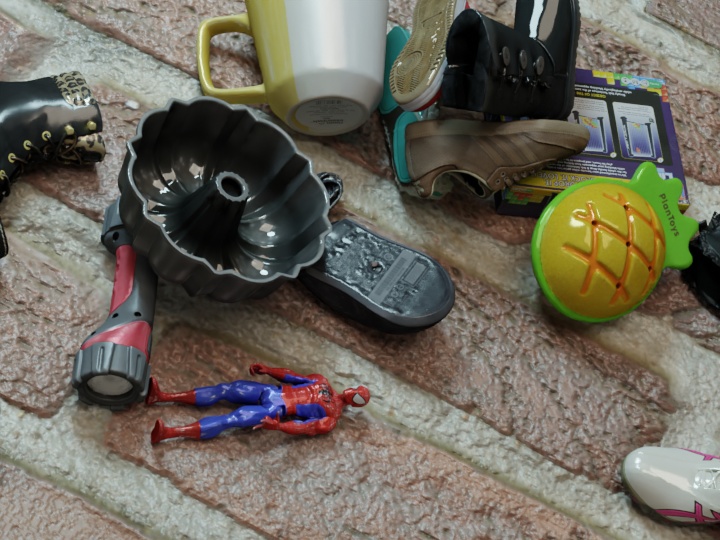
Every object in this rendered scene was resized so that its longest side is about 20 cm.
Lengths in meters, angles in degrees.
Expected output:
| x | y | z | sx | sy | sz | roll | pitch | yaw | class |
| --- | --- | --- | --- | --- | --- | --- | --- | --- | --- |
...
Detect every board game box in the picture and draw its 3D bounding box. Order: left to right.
| x | y | z | sx | sy | sz | roll | pitch | yaw | class |
| --- | --- | --- | --- | --- | --- | --- | --- | --- | --- |
| 0.232 | -0.131 | 1.647 | 0.199 | 0.057 | 0.166 | 6 | 59 | -15 | board game box |

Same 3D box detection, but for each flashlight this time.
| x | y | z | sx | sy | sz | roll | pitch | yaw | class |
| --- | --- | --- | --- | --- | --- | --- | --- | --- | --- |
| -0.213 | 0.024 | 1.396 | 0.068 | 0.068 | 0.201 | 34 | 42 | -38 | flashlight |

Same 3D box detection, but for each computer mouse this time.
| x | y | z | sx | sy | sz | roll | pitch | yaw | class |
| --- | --- | --- | --- | --- | --- | --- | --- | --- | --- |
| 0.000 | 0.000 | 1.492 | 0.199 | 0.053 | 0.139 | 32 | 55 | 18 | computer mouse |

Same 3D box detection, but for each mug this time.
| x | y | z | sx | sy | sz | roll | pitch | yaw | class |
| --- | --- | --- | --- | --- | --- | --- | --- | --- | --- |
| -0.052 | -0.214 | 1.578 | 0.149 | 0.186 | 0.154 | 20 | 56 | -46 | mug |

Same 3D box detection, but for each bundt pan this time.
| x | y | z | sx | sy | sz | roll | pitch | yaw | class |
| --- | --- | --- | --- | --- | --- | --- | --- | --- | --- |
| -0.129 | -0.055 | 1.412 | 0.201 | 0.076 | 0.203 | 18 | 49 | -22 | bundt pan |

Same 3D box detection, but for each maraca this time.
| x | y | z | sx | sy | sz | roll | pitch | yaw | class |
| --- | --- | --- | --- | --- | --- | --- | --- | --- | --- |
| 0.251 | -0.029 | 1.550 | 0.199 | 0.107 | 0.138 | -26 | 99 | -26 | maraca |

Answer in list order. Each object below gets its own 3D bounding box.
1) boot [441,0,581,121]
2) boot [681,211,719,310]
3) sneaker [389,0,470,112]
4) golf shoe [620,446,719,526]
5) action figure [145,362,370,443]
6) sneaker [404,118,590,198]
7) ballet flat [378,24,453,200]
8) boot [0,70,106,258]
| x | y | z | sx | sy | sz | roll | pitch | yaw | class |
| --- | --- | --- | --- | --- | --- | --- | --- | --- | --- |
| 0.142 | -0.228 | 1.519 | 0.200 | 0.065 | 0.166 | -2 | 86 | -55 | boot |
| 0.437 | 0.005 | 1.617 | 0.162 | 0.074 | 0.198 | -27 | 63 | -33 | boot |
| 0.092 | -0.192 | 1.549 | 0.113 | 0.071 | 0.200 | 53 | 34 | -28 | sneaker |
| 0.339 | 0.200 | 1.448 | 0.199 | 0.092 | 0.073 | 19 | 56 | -4 | golf shoe |
| -0.085 | 0.117 | 1.388 | 0.199 | 0.052 | 0.066 | -1 | 55 | -22 | action figure |
| 0.133 | -0.108 | 1.540 | 0.199 | 0.070 | 0.076 | -1 | 90 | -22 | sneaker |
| 0.057 | -0.155 | 1.608 | 0.071 | 0.072 | 0.201 | 4 | 60 | -16 | ballet flat |
| -0.307 | -0.103 | 1.441 | 0.150 | 0.073 | 0.201 | -10 | 57 | -24 | boot |
